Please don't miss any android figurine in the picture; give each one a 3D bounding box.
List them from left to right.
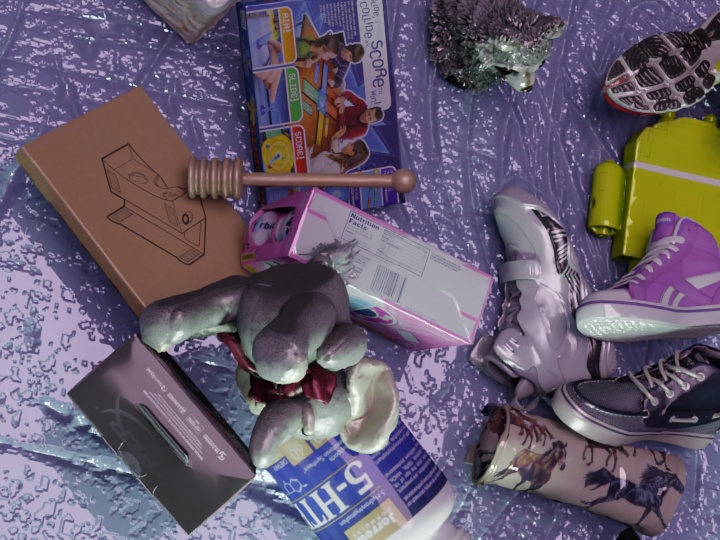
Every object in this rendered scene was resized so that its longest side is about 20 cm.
[{"bbox_3d":[0.309,-0.061,1.633,0.181,0.041,0.202,10,78,-12],"label":"android figurine"}]

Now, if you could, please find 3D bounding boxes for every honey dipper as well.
[{"bbox_3d":[-0.051,-0.080,1.476,0.198,0.038,0.038,1,77,3],"label":"honey dipper"}]

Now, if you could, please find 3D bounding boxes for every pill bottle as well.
[{"bbox_3d":[0.011,0.194,1.453,0.120,0.120,0.200,-39,90,-19],"label":"pill bottle"}]

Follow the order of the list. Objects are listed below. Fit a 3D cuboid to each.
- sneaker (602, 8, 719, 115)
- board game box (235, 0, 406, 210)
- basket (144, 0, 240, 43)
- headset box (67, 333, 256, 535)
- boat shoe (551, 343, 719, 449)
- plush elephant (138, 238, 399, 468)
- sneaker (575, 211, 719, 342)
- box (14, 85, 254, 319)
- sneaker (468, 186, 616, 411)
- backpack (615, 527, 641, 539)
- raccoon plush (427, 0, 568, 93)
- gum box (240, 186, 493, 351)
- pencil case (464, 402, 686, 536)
[{"bbox_3d":[0.307,-0.188,1.635,0.199,0.085,0.077,-23,81,-30],"label":"sneaker"},{"bbox_3d":[-0.034,-0.149,1.516,0.134,0.034,0.202,-10,108,-18],"label":"board game box"},{"bbox_3d":[-0.166,-0.322,1.516,0.200,0.123,0.136,45,70,-3],"label":"basket"},{"bbox_3d":[-0.157,0.129,1.373,0.075,0.200,0.149,-41,90,-4],"label":"headset box"},{"bbox_3d":[0.265,0.104,1.525,0.199,0.093,0.075,7,35,-40],"label":"boat shoe"},{"bbox_3d":[-0.057,0.079,1.333,0.200,0.164,0.156,-34,125,-50],"label":"plush elephant"},{"bbox_3d":[0.261,0.004,1.540,0.200,0.072,0.115,1,76,-43],"label":"sneaker"},{"bbox_3d":[-0.184,-0.053,1.467,0.200,0.021,0.163,52,41,0],"label":"box"},{"bbox_3d":[0.147,0.028,1.550,0.114,0.075,0.201,-26,89,-22],"label":"sneaker"},{"bbox_3d":[0.200,0.348,1.449,0.199,0.147,0.184,-21,96,-14],"label":"backpack"},{"bbox_3d":[0.105,-0.252,1.569,0.097,0.134,0.201,-36,89,-18],"label":"raccoon plush"},{"bbox_3d":[0.000,0.000,1.475,0.199,0.113,0.067,26,74,-21],"label":"gum box"},{"bbox_3d":[0.197,0.181,1.526,0.199,0.089,0.078,18,85,-14],"label":"pencil case"}]
